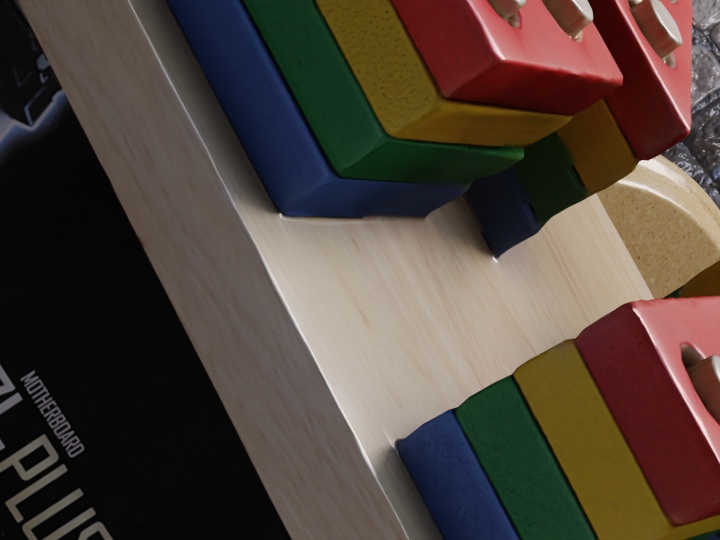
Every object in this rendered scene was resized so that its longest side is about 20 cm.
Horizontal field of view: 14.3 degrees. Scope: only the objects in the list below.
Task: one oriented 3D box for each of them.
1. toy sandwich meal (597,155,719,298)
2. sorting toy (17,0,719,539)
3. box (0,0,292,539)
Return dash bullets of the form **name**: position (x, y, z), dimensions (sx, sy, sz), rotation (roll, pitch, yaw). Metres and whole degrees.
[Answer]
- **toy sandwich meal**: position (0.051, 0.044, 1.031), dimensions (0.206, 0.205, 0.070), rotation (56, -15, -28)
- **sorting toy**: position (0.036, -0.009, 0.543), dimensions (0.201, 0.069, 0.199), rotation (62, 20, 11)
- **box**: position (-0.059, 0.014, 0.584), dimensions (0.164, 0.086, 0.200), rotation (57, 3, -2)
